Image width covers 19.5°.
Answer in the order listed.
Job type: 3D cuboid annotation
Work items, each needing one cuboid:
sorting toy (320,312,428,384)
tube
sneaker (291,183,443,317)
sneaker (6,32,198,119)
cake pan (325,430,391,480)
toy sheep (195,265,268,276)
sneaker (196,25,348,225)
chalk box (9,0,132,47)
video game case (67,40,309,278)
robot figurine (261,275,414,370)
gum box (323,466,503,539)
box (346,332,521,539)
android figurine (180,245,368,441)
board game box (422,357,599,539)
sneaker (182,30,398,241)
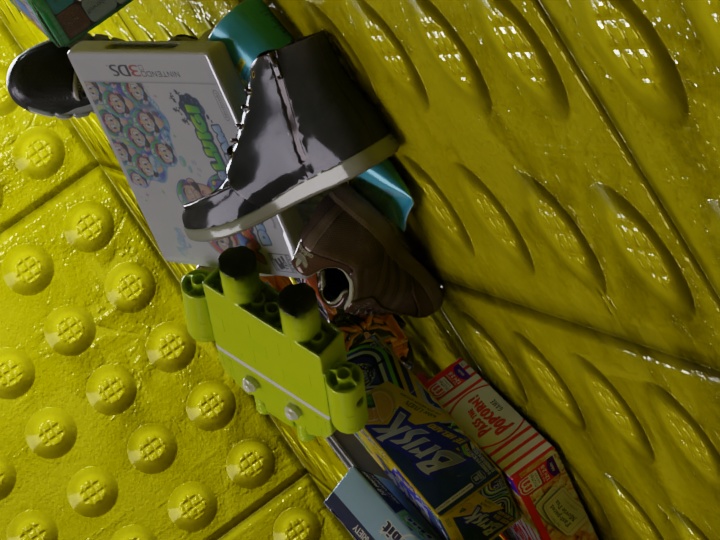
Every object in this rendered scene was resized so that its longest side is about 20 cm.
[{"bbox_3d":[0.023,0.112,1.976,0.200,0.069,0.199,51,175,19],"label":"sorting toy"},{"bbox_3d":[-0.029,-0.113,1.543,0.200,0.050,0.077,48,173,7],"label":"tube"},{"bbox_3d":[0.000,0.000,1.609,0.070,0.076,0.200,43,177,31],"label":"sneaker"},{"bbox_3d":[-0.203,-0.178,1.822,0.115,0.199,0.076,168,97,-71],"label":"sneaker"},{"bbox_3d":[0.002,0.173,1.975,0.201,0.037,0.200,52,175,6],"label":"cake pan"},{"bbox_3d":[-0.092,-0.057,1.780,0.200,0.137,0.138,59,176,40],"label":"toy sheep"},{"bbox_3d":[-0.068,-0.101,1.670,0.201,0.078,0.079,59,-177,14],"label":"sneaker"},{"bbox_3d":[-0.260,-0.289,1.836,0.200,0.124,0.124,39,163,56],"label":"chalk box"},{"bbox_3d":[-0.130,-0.087,1.631,0.181,0.024,0.201,7,129,47],"label":"video game case"},{"bbox_3d":[-0.037,0.030,1.858,0.200,0.145,0.058,51,139,20],"label":"robot figurine"},{"bbox_3d":[0.083,0.249,1.731,0.200,0.045,0.170,26,-164,-51],"label":"gum box"},{"bbox_3d":[0.046,0.142,1.710,0.200,0.064,0.070,46,168,44],"label":"box"},{"bbox_3d":[-0.066,0.066,1.674,0.182,0.041,0.201,32,151,22],"label":"android figurine"},{"bbox_3d":[0.138,0.186,1.743,0.151,0.046,0.201,44,166,51],"label":"board game box"},{"bbox_3d":[-0.068,-0.097,1.507,0.199,0.075,0.107,-24,96,37],"label":"sneaker"}]
